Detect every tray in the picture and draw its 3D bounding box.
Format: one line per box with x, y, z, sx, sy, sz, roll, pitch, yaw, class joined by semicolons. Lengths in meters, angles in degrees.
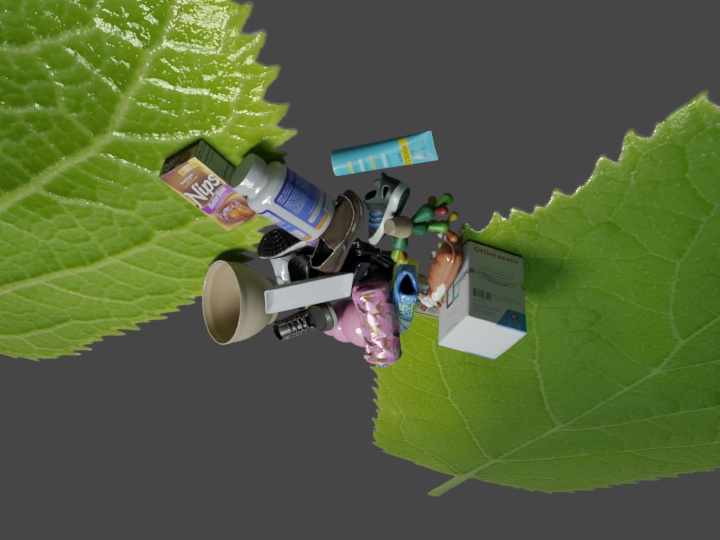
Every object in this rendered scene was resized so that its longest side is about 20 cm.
-0.116;0.044;1.526;0.199;0.022;0.108;-12;152;-13;tray

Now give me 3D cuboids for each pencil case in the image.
0.038;0.119;1.567;0.083;0.086;0.201;1;111;36;pencil case

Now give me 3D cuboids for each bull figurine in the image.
0.182;-0.005;1.526;0.065;0.122;0.200;14;143;-9;bull figurine

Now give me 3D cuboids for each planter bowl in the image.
-0.283;0.074;1.676;0.134;0.201;0.200;-1;155;-39;planter bowl

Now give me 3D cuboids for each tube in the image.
0.045;-0.224;1.321;0.199;0.051;0.078;-9;149;12;tube

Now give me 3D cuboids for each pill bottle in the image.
-0.159;-0.151;1.391;0.200;0.112;0.112;32;137;-30;pill bottle

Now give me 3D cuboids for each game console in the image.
0.000;0.000;1.647;0.200;0.031;0.177;29;135;-29;game console

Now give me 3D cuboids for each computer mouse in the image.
-0.019;0.002;1.564;0.140;0.046;0.200;19;143;-38;computer mouse

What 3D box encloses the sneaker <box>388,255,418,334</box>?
0.093;0.069;1.581;0.075;0.105;0.201;4;111;3;sneaker

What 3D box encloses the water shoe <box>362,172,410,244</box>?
0.044;-0.133;1.438;0.079;0.072;0.200;38;146;7;water shoe

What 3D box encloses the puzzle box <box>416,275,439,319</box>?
0.201;0.076;1.717;0.199;0.026;0.133;14;144;-10;puzzle box

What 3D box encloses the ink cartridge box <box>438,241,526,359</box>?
0.272;0.067;1.544;0.146;0.201;0.146;16;144;-13;ink cartridge box

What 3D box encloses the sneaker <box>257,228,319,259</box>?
-0.140;-0.055;1.556;0.199;0.076;0.088;-16;144;28;sneaker

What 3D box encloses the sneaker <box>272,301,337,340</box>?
-0.135;0.132;1.665;0.106;0.075;0.200;-21;178;-30;sneaker

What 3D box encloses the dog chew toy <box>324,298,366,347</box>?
-0.024;0.125;1.700;0.199;0.125;0.125;-3;147;42;dog chew toy

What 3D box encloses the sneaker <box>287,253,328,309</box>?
-0.113;0.010;1.590;0.090;0.070;0.200;-32;155;-21;sneaker

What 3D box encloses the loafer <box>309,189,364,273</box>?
-0.052;-0.075;1.450;0.071;0.073;0.201;-11;128;-46;loafer

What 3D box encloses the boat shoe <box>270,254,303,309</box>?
-0.171;0.024;1.667;0.072;0.069;0.200;-1;144;11;boat shoe

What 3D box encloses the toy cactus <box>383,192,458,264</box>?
0.112;-0.081;1.426;0.165;0.103;0.200;-3;153;-48;toy cactus

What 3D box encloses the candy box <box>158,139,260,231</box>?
-0.305;-0.173;1.433;0.116;0.057;0.200;-20;135;33;candy box
